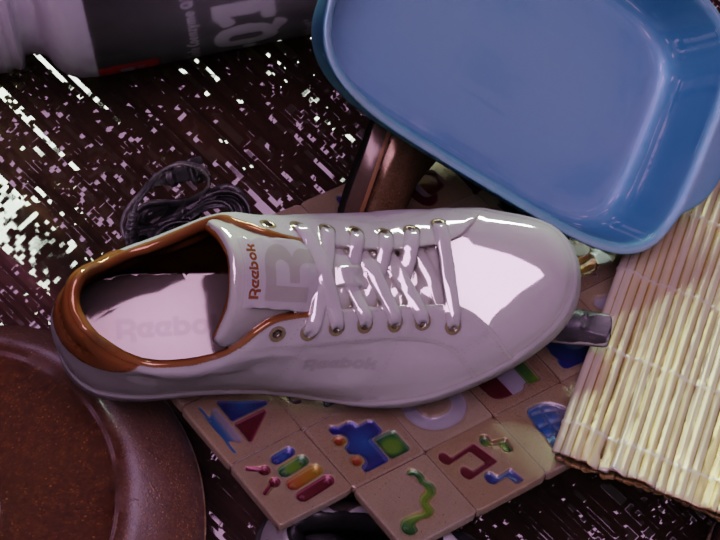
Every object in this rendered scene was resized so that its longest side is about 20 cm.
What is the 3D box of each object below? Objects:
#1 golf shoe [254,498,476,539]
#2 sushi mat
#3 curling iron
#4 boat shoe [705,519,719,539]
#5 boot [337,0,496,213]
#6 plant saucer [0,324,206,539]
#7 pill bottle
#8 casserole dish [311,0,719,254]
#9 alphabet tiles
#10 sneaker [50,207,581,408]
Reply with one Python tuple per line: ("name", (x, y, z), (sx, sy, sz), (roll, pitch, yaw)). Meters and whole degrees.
("golf shoe", (0.047, 0.148, 0.965), (0.200, 0.094, 0.078), (24, 74, 5))
("sushi mat", (0.146, 0.016, 1.008), (0.096, 0.012, 0.200), (19, 51, 6))
("curling iron", (0.000, 0.000, 0.988), (0.200, 0.026, 0.050), (16, 100, 10))
("boat shoe", (0.189, 0.176, 0.967), (0.070, 0.070, 0.200), (-31, 76, 2))
("boot", (0.056, -0.087, 1.045), (0.075, 0.074, 0.200), (32, 66, -1))
("plant saucer", (-0.160, 0.102, 0.978), (0.200, 0.034, 0.200), (-5, 58, 8))
("pill bottle", (-0.081, -0.142, 1.042), (0.200, 0.114, 0.114), (-12, 73, -4))
("casserole dish", (0.060, -0.087, 0.994), (0.200, 0.039, 0.121), (30, 74, -26))
("alphabet tiles", (0.022, 0.026, 1.000), (0.200, 0.006, 0.166), (-25, 54, -27))
("sneaker", (-0.014, 0.013, 0.931), (0.200, 0.085, 0.073), (-9, 77, -4))
